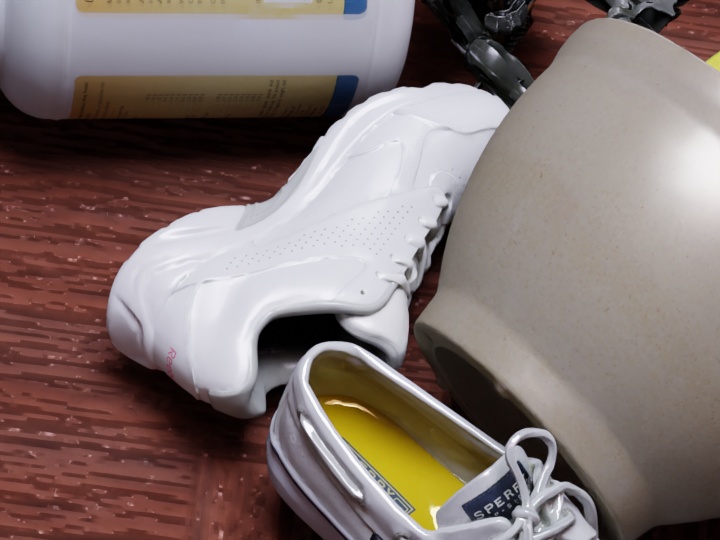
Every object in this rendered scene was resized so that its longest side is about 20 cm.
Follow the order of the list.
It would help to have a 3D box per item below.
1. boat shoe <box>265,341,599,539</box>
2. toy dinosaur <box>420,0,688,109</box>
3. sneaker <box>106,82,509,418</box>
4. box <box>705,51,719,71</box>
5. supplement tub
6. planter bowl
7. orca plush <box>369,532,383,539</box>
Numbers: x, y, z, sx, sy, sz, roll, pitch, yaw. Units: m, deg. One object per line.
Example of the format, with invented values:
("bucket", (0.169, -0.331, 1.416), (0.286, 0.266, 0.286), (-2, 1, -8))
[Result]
("boat shoe", (0.050, 0.093, 0.850), (0.075, 0.086, 0.202), (-35, 65, -31))
("toy dinosaur", (0.059, -0.125, 1.028), (0.136, 0.102, 0.200), (45, 33, 3))
("sneaker", (0.000, 0.000, 0.955), (0.200, 0.078, 0.099), (-35, 57, -21))
("box", (0.225, -0.069, 1.075), (0.117, 0.048, 0.200), (42, 55, 19))
("supplement tub", (-0.086, -0.138, 1.002), (0.199, 0.145, 0.145), (-1, 54, -12))
("planter bowl", (0.107, 0.022, 0.907), (0.135, 0.200, 0.200), (-43, 69, -10))
("orca plush", (-0.058, 0.171, 0.821), (0.200, 0.105, 0.071), (-51, 30, -10))
